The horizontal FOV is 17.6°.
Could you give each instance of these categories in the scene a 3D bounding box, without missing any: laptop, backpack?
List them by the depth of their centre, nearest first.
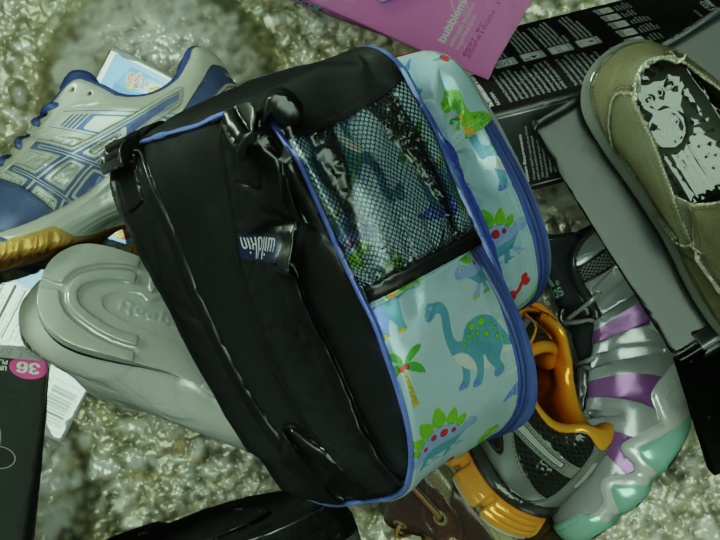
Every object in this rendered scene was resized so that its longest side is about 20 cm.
[{"bbox_3d":[0.000,0.000,1.094,0.147,0.183,0.200,-27,99,-28],"label":"backpack"},{"bbox_3d":[0.212,-0.029,1.171,0.187,0.200,0.116,-32,55,-3],"label":"laptop"}]

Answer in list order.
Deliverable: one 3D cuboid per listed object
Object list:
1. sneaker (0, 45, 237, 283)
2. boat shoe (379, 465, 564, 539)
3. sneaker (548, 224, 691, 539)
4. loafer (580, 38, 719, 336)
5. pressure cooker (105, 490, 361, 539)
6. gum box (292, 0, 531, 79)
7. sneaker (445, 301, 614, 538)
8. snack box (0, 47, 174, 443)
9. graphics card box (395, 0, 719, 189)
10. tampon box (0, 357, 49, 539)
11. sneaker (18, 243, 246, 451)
[{"bbox_3d":[-0.151,-0.052,1.187,0.200,0.075,0.088,-19,86,-14],"label":"sneaker"},{"bbox_3d":[0.041,0.110,1.240,0.072,0.072,0.200,-34,98,27],"label":"boat shoe"},{"bbox_3d":[0.121,0.032,1.239,0.140,0.078,0.200,34,79,-4],"label":"sneaker"},{"bbox_3d":[0.175,-0.023,1.080,0.075,0.070,0.200,-41,89,-4],"label":"loafer"},{"bbox_3d":[-0.061,0.224,1.172,0.179,0.176,0.200,-16,94,-12],"label":"pressure cooker"},{"bbox_3d":[0.051,-0.200,1.145,0.113,0.066,0.200,22,115,-14],"label":"gum box"},{"bbox_3d":[0.065,0.035,1.198,0.077,0.078,0.200,-39,68,29],"label":"sneaker"},{"bbox_3d":[-0.144,-0.014,1.231,0.072,0.024,0.200,27,89,-5],"label":"snack box"},{"bbox_3d":[0.124,-0.096,1.203,0.200,0.125,0.051,-16,113,-5],"label":"graphics card box"},{"bbox_3d":[-0.235,0.144,1.123,0.150,0.200,0.126,5,124,-6],"label":"tampon box"},{"bbox_3d":[-0.079,0.052,1.194,0.200,0.081,0.076,28,59,-8],"label":"sneaker"}]
